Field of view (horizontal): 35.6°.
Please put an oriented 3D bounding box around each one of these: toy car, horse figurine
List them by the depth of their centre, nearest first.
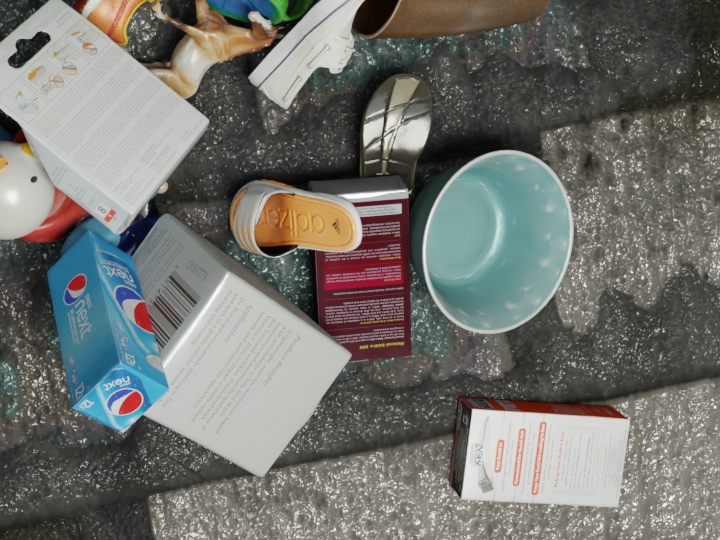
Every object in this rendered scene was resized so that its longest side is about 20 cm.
[{"bbox_3d":[-0.329,-0.097,1.112,0.184,0.200,0.177,42,106,4],"label":"toy car"},{"bbox_3d":[-0.196,-0.232,1.202,0.200,0.050,0.132,-41,137,18],"label":"horse figurine"}]

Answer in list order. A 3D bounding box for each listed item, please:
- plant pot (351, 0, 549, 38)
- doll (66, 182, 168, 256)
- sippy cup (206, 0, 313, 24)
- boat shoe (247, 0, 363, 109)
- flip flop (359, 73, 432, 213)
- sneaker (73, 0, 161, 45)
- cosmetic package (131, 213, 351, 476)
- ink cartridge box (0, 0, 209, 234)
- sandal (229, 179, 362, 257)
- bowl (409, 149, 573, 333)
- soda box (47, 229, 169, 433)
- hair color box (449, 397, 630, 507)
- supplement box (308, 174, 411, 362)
[{"bbox_3d":[0.106,-0.332,1.214,0.198,0.187,0.189,4,96,-24],"label":"plant pot"},{"bbox_3d":[-0.265,-0.054,1.235,0.135,0.048,0.201,-27,100,5],"label":"doll"},{"bbox_3d":[-0.122,-0.351,1.190,0.138,0.178,0.132,17,82,17],"label":"sippy cup"},{"bbox_3d":[-0.038,-0.247,1.205,0.070,0.071,0.200,44,122,-11],"label":"boat shoe"},{"bbox_3d":[0.035,-0.126,1.280,0.080,0.058,0.202,0,112,-9],"label":"flip flop"},{"bbox_3d":[-0.234,-0.338,1.208,0.077,0.073,0.201,29,95,-34],"label":"sneaker"},{"bbox_3d":[-0.153,0.078,1.177,0.165,0.165,0.200,-52,131,-1],"label":"cosmetic package"},{"bbox_3d":[-0.268,-0.152,1.094,0.199,0.050,0.163,37,47,-7],"label":"ink cartridge box"},{"bbox_3d":[-0.087,-0.053,1.195,0.059,0.205,0.080,-20,107,-42],"label":"sandal"},{"bbox_3d":[0.130,-0.039,1.262,0.199,0.105,0.203,-7,104,-28],"label":"bowl"},{"bbox_3d":[-0.246,0.055,1.077,0.068,0.201,0.064,-42,133,13],"label":"soda box"},{"bbox_3d":[0.213,0.217,1.344,0.198,0.064,0.112,5,97,-12],"label":"hair color box"},{"bbox_3d":[0.000,0.000,1.259,0.107,0.061,0.202,-4,111,-8],"label":"supplement box"}]
